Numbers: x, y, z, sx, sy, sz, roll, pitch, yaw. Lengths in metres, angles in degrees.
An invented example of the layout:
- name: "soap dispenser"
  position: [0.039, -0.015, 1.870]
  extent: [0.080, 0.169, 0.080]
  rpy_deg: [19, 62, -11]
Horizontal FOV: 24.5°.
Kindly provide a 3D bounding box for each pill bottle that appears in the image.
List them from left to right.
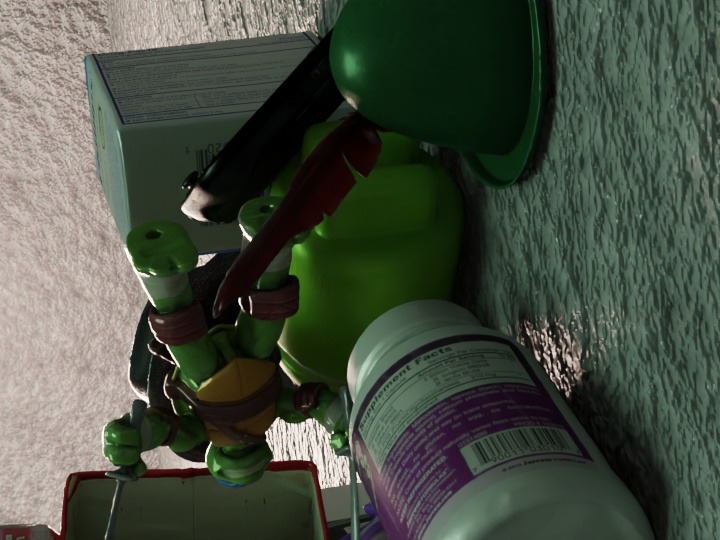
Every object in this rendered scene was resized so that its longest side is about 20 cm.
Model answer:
- name: "pill bottle"
  position: [0.057, 0.097, 0.821]
  extent: [0.200, 0.112, 0.113]
  rpy_deg: [-120, 25, -59]

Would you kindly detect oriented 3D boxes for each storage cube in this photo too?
- name: "storage cube"
  position: [-0.105, 0.251, 1.069]
  extent: [0.200, 0.170, 0.181]
  rpy_deg: [-103, 13, -56]

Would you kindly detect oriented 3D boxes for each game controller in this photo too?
- name: "game controller"
  position: [-0.033, -0.110, 0.981]
  extent: [0.042, 0.200, 0.104]
  rpy_deg: [38, 160, 4]

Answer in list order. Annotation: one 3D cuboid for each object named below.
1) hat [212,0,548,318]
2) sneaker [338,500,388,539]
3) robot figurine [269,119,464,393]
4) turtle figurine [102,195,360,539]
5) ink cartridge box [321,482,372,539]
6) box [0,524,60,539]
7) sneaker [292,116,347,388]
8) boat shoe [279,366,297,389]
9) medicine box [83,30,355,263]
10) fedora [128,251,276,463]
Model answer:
- name: "hat"
  position: [-0.011, -0.109, 0.847]
  extent: [0.200, 0.175, 0.167]
  rpy_deg: [-118, 24, -56]
- name: "sneaker"
  position: [0.010, 0.195, 0.943]
  extent: [0.200, 0.088, 0.081]
  rpy_deg: [-55, -27, -54]
- name: "robot figurine"
  position: [0.000, 0.000, 1.001]
  extent: [0.201, 0.115, 0.176]
  rpy_deg: [95, 161, -46]
- name: "turtle figurine"
  position: [-0.064, 0.074, 0.910]
  extent: [0.200, 0.143, 0.195]
  rpy_deg: [-66, -23, -53]
- name: "ink cartridge box"
  position: [0.000, 0.258, 1.224]
  extent: [0.200, 0.084, 0.146]
  rpy_deg: [-143, 47, -73]
- name: "box"
  position: [-0.234, 0.265, 1.044]
  extent: [0.100, 0.095, 0.201]
  rpy_deg: [113, 154, -76]
- name: "sneaker"
  position: [-0.019, -0.003, 1.123]
  extent: [0.071, 0.097, 0.202]
  rpy_deg: [-129, 35, -72]
- name: "boat shoe"
  position: [-0.051, 0.033, 1.333]
  extent: [0.060, 0.075, 0.201]
  rpy_deg: [-105, 13, -50]
- name: "medicine box"
  position: [-0.099, -0.097, 1.221]
  extent: [0.200, 0.181, 0.104]
  rpy_deg: [-125, 30, -63]
- name: "fedora"
  position: [-0.131, 0.061, 1.413]
  extent: [0.091, 0.200, 0.202]
  rpy_deg: [14, 116, 38]
